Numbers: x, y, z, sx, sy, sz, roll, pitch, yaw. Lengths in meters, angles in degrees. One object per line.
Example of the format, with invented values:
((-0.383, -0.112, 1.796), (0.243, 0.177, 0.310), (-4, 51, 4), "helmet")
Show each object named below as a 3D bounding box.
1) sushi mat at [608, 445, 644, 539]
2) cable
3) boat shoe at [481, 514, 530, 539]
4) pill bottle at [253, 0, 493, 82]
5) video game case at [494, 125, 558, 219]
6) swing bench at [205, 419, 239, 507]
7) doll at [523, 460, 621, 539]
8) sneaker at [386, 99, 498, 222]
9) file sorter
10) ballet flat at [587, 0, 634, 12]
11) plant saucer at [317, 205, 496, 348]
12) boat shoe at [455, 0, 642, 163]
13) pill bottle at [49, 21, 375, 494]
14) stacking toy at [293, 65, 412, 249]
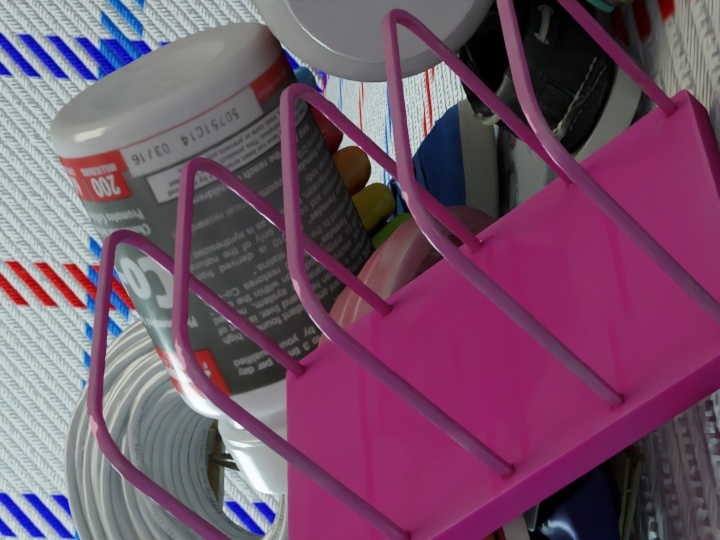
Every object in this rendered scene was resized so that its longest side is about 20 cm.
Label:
((0.099, 0.145, 0.897), (0.096, 0.012, 0.201), (-99, 12, -65), "sushi mat")
((-0.069, 0.110, 1.135), (0.069, 0.200, 0.200), (-11, -55, -58), "cable")
((0.043, 0.185, 0.759), (0.071, 0.062, 0.201), (-162, 63, -81), "boat shoe")
((0.003, -0.143, 0.907), (0.200, 0.112, 0.113), (-103, 16, -79), "pill bottle")
((0.086, -0.016, 1.080), (0.182, 0.024, 0.201), (-102, 16, -70), "video game case")
((-0.040, 0.189, 1.233), (0.130, 0.199, 0.200), (-10, -76, -65), "swing bench")
((0.079, 0.090, 0.817), (0.200, 0.048, 0.137), (-105, 11, -50), "doll")
((0.013, -0.020, 1.140), (0.200, 0.111, 0.077), (100, 171, -56), "sneaker")
((0.015, 0.001, 0.707), (0.200, 0.125, 0.139), (-36, 32, 23), "file sorter")
((0.093, -0.166, 0.901), (0.200, 0.070, 0.071), (-108, 22, -72), "ballet flat")
((0.033, 0.073, 0.919), (0.200, 0.051, 0.201), (17, -109, -61), "plant saucer")
((0.076, -0.100, 0.930), (0.076, 0.060, 0.200), (-63, 13, 8), "boat shoe")
((-0.052, -0.003, 0.953), (0.114, 0.114, 0.200), (-101, -13, -71), "pill bottle")
((0.000, 0.000, 1.061), (0.110, 0.200, 0.116), (-47, -5, -17), "stacking toy")
